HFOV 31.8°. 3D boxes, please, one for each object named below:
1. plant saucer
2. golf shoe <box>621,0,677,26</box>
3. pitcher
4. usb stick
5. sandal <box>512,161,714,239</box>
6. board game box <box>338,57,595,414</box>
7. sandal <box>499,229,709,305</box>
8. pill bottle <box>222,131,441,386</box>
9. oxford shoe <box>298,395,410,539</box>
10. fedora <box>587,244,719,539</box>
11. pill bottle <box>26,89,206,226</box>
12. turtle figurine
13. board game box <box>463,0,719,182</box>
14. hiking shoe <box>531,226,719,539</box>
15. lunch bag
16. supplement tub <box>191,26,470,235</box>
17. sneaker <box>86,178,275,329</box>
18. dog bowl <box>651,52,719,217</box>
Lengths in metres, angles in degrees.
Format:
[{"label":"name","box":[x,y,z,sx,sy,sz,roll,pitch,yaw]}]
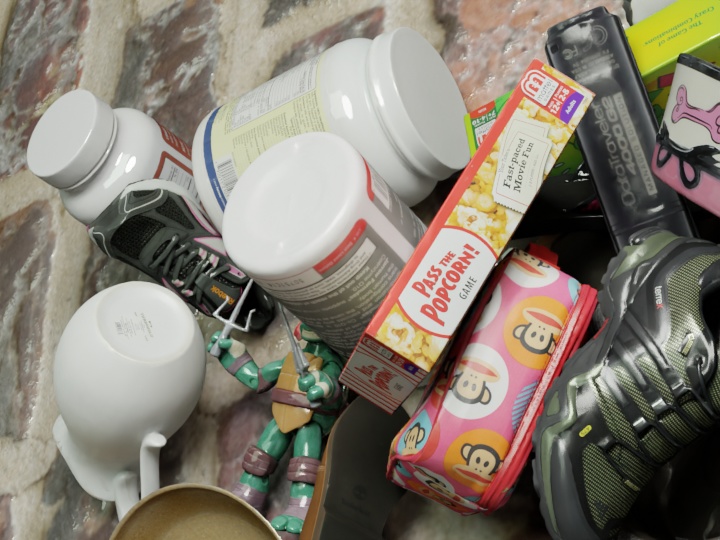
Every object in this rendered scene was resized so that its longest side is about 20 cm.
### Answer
[{"label":"plant saucer","box":[-0.112,0.258,0.939,0.199,0.035,0.201,-2,87,31]},{"label":"golf shoe","box":[0.280,-0.200,0.895,0.199,0.078,0.095,-19,54,32]},{"label":"pitcher","box":[-0.187,0.122,1.039,0.172,0.121,0.200,59,144,29]},{"label":"usb stick","box":[0.175,-0.073,0.830,0.055,0.033,0.201,-21,84,18]},{"label":"sandal","box":[0.177,-0.061,0.876,0.199,0.045,0.075,-9,31,13]},{"label":"board game box","box":[0.063,-0.015,0.791,0.046,0.152,0.200,32,73,2]},{"label":"sandal","box":[0.161,-0.001,0.890,0.199,0.055,0.082,5,68,42]},{"label":"pill bottle","box":[0.000,0.000,0.914,0.113,0.200,0.114,-18,51,24]},{"label":"oxford shoe","box":[-0.012,0.165,0.901,0.071,0.071,0.200,-48,12,39]},{"label":"fedora","box":[0.216,0.094,0.762,0.176,0.090,0.201,-11,61,36]},{"label":"pill bottle","box":[-0.195,-0.074,1.129,0.112,0.200,0.113,-20,53,29]},{"label":"turtle figurine","box":[-0.053,0.098,0.980,0.149,0.100,0.201,-2,75,55]},{"label":"board game box","box":[0.186,-0.114,0.903,0.199,0.102,0.048,-26,50,26]},{"label":"hiking shoe","box":[0.166,0.069,0.699,0.100,0.076,0.201,9,73,46]},{"label":"lunch bag","box":[0.086,0.066,0.822,0.082,0.200,0.177,25,78,3]},{"label":"supplement tub","box":[-0.023,-0.102,1.041,0.199,0.145,0.146,-22,52,28]},{"label":"sneaker","box":[-0.133,-0.007,1.045,0.080,0.200,0.086,-50,54,12]},{"label":"dog bowl","box":[0.262,-0.051,0.746,0.200,0.200,0.074,42,110,46]}]
